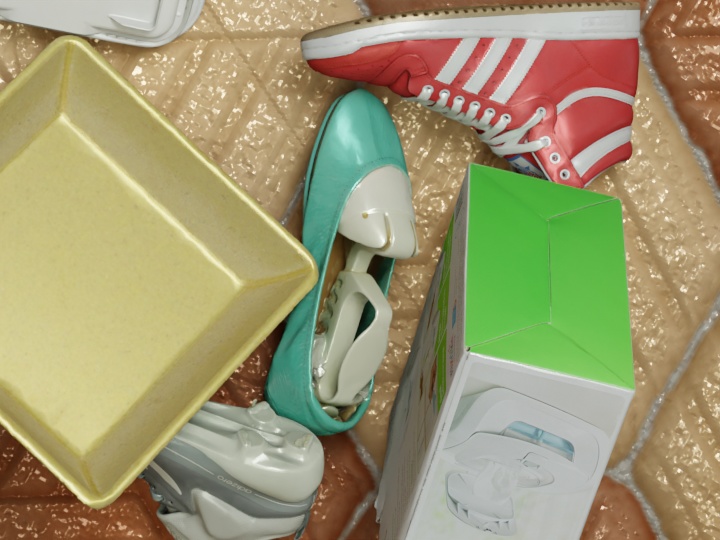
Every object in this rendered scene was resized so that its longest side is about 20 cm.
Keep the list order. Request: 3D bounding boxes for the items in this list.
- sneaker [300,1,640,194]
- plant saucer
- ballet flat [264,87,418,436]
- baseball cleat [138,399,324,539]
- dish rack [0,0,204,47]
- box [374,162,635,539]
[{"bbox_3d":[0.065,-0.092,1.647,0.199,0.071,0.113,-4,97,-15],"label":"sneaker"},{"bbox_3d":[-0.157,0.004,1.609,0.200,0.048,0.200,43,63,-1],"label":"plant saucer"},{"bbox_3d":[0.000,0.000,1.659,0.067,0.070,0.201,5,101,-45],"label":"ballet flat"},{"bbox_3d":[-0.121,0.103,1.666,0.199,0.070,0.107,22,126,11],"label":"baseball cleat"},{"bbox_3d":[-0.153,-0.213,1.594,0.171,0.044,0.200,10,121,-10],"label":"dish rack"},{"bbox_3d":[0.075,0.071,1.586,0.096,0.200,0.177,13,120,-5],"label":"box"}]
